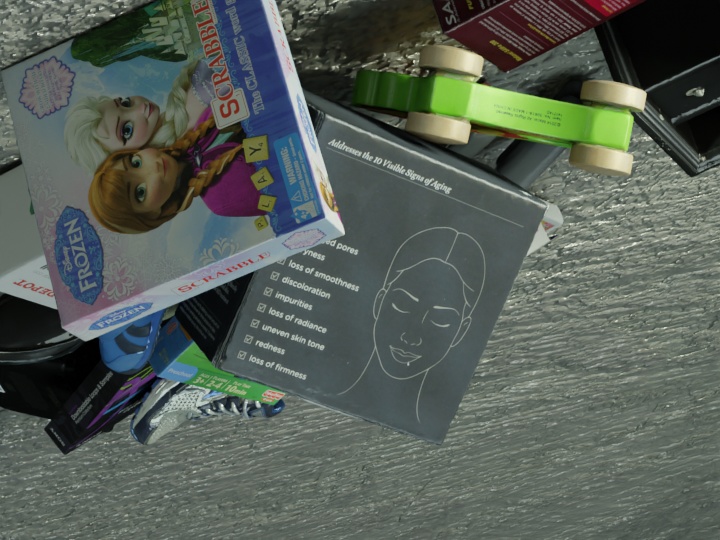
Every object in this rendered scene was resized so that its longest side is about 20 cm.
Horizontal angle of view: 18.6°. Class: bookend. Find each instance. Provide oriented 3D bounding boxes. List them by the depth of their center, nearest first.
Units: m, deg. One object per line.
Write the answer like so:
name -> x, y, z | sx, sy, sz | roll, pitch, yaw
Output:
bookend -> 0.312, -0.178, 1.751 | 0.199, 0.093, 0.199 | -25, 159, 16

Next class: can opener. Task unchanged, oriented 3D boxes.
can opener -> 0.122, -0.091, 1.865 | 0.066, 0.053, 0.200 | 39, 128, -12

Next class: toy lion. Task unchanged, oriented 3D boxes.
toy lion -> 0.096, -0.120, 1.651 | 0.198, 0.069, 0.192 | 11, -179, -8

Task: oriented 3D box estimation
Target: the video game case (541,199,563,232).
video game case -> 0.066, -0.026, 2.045 | 0.199, 0.024, 0.182 | -28, 158, 24

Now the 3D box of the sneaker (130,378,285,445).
sneaker -> -0.110, 0.099, 1.910 | 0.199, 0.085, 0.077 | -36, 174, 5

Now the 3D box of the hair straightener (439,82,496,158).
hair straightener -> 0.068, -0.076, 1.836 | 0.041, 0.077, 0.200 | -10, 159, -30

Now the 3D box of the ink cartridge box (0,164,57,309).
ink cartridge box -> -0.183, -0.048, 1.694 | 0.199, 0.085, 0.146 | -26, 158, 20

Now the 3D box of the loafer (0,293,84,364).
loafer -> -0.233, 0.023, 1.847 | 0.199, 0.073, 0.072 | -22, 172, -18

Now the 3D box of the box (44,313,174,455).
box -> -0.181, 0.078, 1.914 | 0.143, 0.036, 0.200 | -32, 172, -40

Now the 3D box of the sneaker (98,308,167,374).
sneaker -> -0.183, 0.017, 1.657 | 0.078, 0.066, 0.200 | 3, 152, -17

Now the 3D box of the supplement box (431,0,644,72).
supplement box -> 0.156, -0.221, 1.559 | 0.199, 0.061, 0.109 | -26, 158, 21

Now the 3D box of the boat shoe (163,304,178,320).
boat shoe -> -0.113, -0.046, 1.779 | 0.199, 0.066, 0.074 | -44, 171, 26

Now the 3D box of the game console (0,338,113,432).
game console -> -0.259, 0.064, 2.019 | 0.174, 0.117, 0.200 | 12, 160, 8

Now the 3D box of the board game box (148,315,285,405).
board game box -> -0.056, 0.023, 1.760 | 0.200, 0.037, 0.151 | -44, 146, 21

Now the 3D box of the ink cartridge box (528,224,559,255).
ink cartridge box -> 0.104, -0.014, 1.950 | 0.094, 0.037, 0.200 | -17, -178, 23

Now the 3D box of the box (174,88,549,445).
box -> -0.001, -0.006, 1.612 | 0.199, 0.124, 0.198 | 21, 100, -25

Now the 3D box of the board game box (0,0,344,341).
board game box -> -0.131, -0.081, 1.486 | 0.198, 0.201, 0.041 | -23, 158, 13
